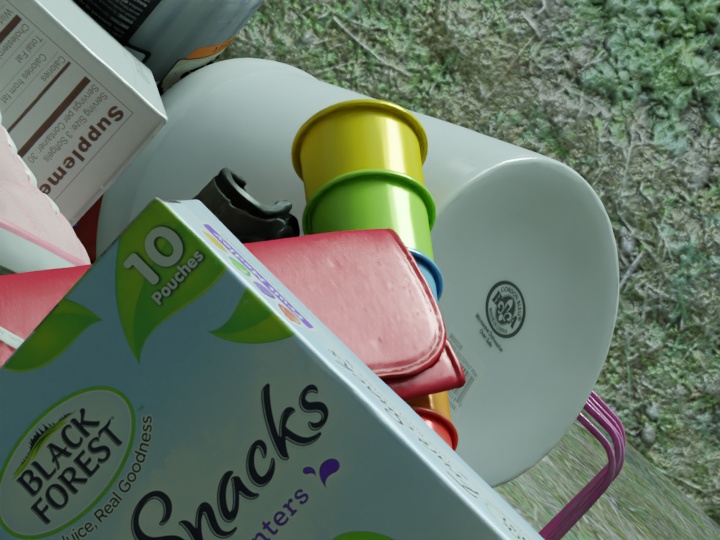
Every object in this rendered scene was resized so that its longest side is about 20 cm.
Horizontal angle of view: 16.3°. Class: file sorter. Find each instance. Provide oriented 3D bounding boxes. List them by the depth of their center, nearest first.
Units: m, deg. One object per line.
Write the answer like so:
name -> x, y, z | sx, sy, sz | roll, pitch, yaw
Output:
file sorter -> 0.077, 0.104, 1.494 | 0.139, 0.125, 0.200 | 44, 5, 5

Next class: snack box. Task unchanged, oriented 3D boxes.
snack box -> -0.027, 0.099, 0.695 | 0.200, 0.142, 0.053 | 44, 7, 7

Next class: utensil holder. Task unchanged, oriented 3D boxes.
utensil holder -> 0.000, 0.000, 1.194 | 0.199, 0.171, 0.170 | 19, -13, 44

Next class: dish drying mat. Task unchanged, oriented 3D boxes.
dish drying mat -> -0.057, 0.025, 0.925 | 0.199, 0.018, 0.077 | -8, 58, -31

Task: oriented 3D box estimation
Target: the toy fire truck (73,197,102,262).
toy fire truck -> -0.189, -0.081, 1.386 | 0.200, 0.049, 0.141 | 47, 7, 28

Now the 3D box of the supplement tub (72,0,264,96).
supplement tub -> -0.133, -0.128, 1.260 | 0.122, 0.200, 0.123 | 23, 44, -25

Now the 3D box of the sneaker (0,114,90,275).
sneaker -> -0.165, -0.056, 1.016 | 0.075, 0.105, 0.200 | 5, -18, 36

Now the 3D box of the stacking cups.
stacking cups -> 0.005, 0.021, 1.008 | 0.060, 0.060, 0.201 | 39, 33, -37

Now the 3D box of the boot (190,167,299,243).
boot -> -0.089, 0.009, 0.991 | 0.068, 0.131, 0.200 | 43, 5, 4

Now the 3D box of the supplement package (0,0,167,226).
supplement package -> -0.199, -0.102, 1.120 | 0.200, 0.117, 0.117 | 42, 5, -17
